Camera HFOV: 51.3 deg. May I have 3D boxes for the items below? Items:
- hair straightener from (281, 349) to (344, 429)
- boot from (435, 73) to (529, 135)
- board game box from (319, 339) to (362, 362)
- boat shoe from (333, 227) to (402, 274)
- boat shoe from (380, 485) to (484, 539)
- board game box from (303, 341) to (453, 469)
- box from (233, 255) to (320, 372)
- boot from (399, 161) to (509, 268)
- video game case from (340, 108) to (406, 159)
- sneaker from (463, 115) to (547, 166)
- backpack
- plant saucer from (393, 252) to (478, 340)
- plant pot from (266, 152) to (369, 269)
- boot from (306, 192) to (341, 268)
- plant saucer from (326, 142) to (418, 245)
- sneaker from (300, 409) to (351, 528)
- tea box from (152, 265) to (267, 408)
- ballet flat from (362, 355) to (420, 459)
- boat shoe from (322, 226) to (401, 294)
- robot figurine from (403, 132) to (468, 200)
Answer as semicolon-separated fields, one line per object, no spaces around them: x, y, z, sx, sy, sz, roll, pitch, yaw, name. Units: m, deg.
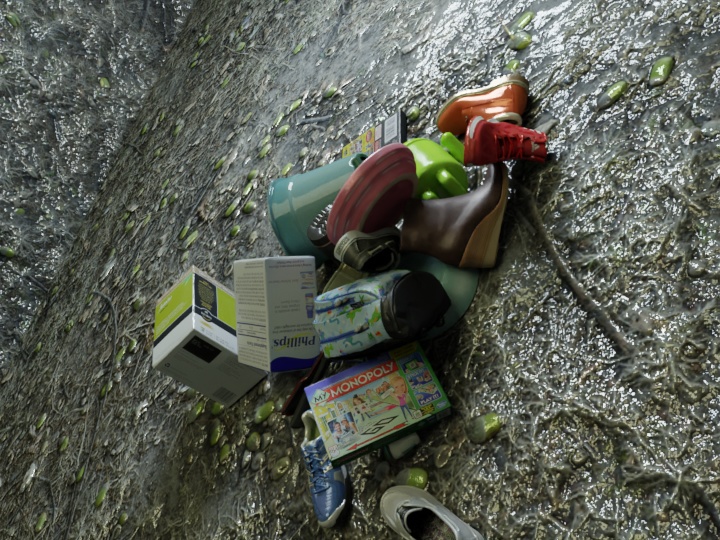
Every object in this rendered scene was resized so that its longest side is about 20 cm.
-0.067;0.202;1.325;0.202;0.041;0.077;-55;47;13;hair straightener
0.219;-0.280;1.394;0.197;0.074;0.110;-17;53;40;boot
0.000;0.070;1.383;0.134;0.034;0.204;-8;55;47;board game box
0.029;-0.023;1.227;0.063;0.199;0.072;38;111;21;boat shoe
0.082;0.343;1.021;0.073;0.068;0.199;-57;34;-6;boat shoe
0.025;0.200;1.145;0.196;0.029;0.136;-23;50;-6;board game box
-0.160;0.078;1.409;0.183;0.103;0.206;-1;91;63;box
0.156;-0.106;1.241;0.073;0.162;0.204;96;-173;-68;boot
0.025;-0.233;1.624;0.179;0.025;0.203;-29;43;32;video game case
0.243;-0.210;1.222;0.113;0.080;0.200;11;25;23;sneaker
0.017;0.073;1.186;0.199;0.155;0.162;-39;-6;38;backpack
0.103;0.019;1.269;0.197;0.039;0.205;-19;52;26;plant saucer
-0.052;-0.127;1.495;0.193;0.200;0.204;-22;45;26;plant pot
0.008;-0.089;1.383;0.199;0.139;0.078;-39;43;0;boot
0.029;-0.112;1.239;0.051;0.200;0.202;41;95;21;plant saucer
-0.065;0.317;1.213;0.075;0.077;0.203;-34;40;23;sneaker
-0.311;0.137;1.556;0.133;0.199;0.199;-39;36;20;tea box
0.053;0.203;1.192;0.069;0.069;0.202;-38;41;21;ballet flat
0.000;0.000;1.341;0.074;0.069;0.200;38;70;14;boat shoe
0.123;-0.169;1.370;0.176;0.115;0.201;-49;34;9;robot figurine
